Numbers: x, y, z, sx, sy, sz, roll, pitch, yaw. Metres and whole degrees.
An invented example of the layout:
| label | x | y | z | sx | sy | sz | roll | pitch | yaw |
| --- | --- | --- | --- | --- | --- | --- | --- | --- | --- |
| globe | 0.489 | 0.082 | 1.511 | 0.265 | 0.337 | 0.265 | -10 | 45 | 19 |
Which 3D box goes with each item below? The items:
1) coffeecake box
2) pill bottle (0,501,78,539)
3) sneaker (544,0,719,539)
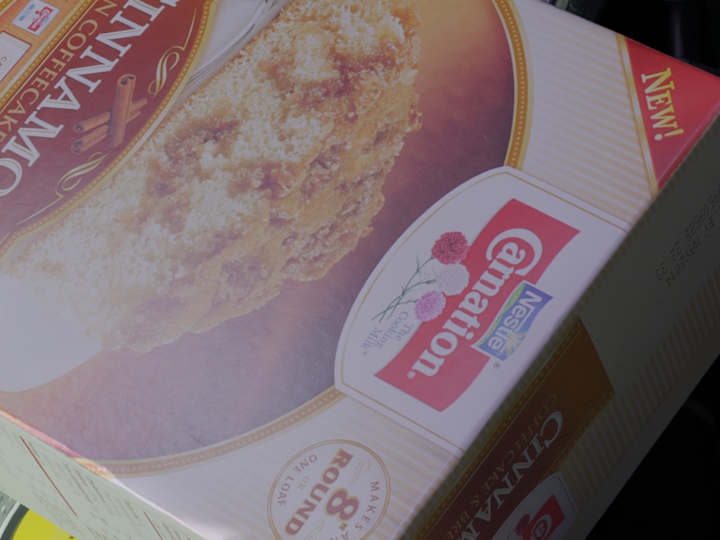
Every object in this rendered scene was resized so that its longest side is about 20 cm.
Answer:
| label | x | y | z | sx | sy | sz | roll | pitch | yaw |
| --- | --- | --- | --- | --- | --- | --- | --- | --- | --- |
| coffeecake box | -0.024 | -0.004 | 0.686 | 0.200 | 0.073 | 0.154 | 27 | 69 | 32 |
| pill bottle | -0.018 | 0.103 | 0.767 | 0.200 | 0.112 | 0.112 | 1 | 75 | 60 |
| sneaker | 0.066 | -0.009 | 0.730 | 0.088 | 0.076 | 0.200 | -45 | 38 | 31 |
